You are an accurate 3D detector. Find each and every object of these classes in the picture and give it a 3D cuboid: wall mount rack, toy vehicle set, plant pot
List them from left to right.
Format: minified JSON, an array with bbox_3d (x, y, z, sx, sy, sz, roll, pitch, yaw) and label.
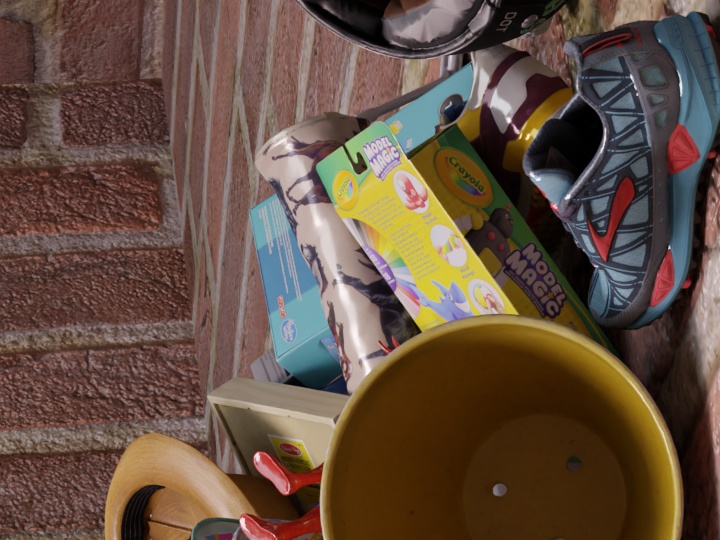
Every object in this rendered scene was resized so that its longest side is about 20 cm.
[{"bbox_3d":[-0.027,0.137,1.549,0.200,0.026,0.125,4,121,63],"label":"toy vehicle set"},{"bbox_3d":[0.034,-0.102,1.748,0.174,0.074,0.201,-80,-6,-55],"label":"wall mount rack"},{"bbox_3d":[0.091,0.129,1.315,0.142,0.198,0.202,17,-112,-75],"label":"plant pot"}]

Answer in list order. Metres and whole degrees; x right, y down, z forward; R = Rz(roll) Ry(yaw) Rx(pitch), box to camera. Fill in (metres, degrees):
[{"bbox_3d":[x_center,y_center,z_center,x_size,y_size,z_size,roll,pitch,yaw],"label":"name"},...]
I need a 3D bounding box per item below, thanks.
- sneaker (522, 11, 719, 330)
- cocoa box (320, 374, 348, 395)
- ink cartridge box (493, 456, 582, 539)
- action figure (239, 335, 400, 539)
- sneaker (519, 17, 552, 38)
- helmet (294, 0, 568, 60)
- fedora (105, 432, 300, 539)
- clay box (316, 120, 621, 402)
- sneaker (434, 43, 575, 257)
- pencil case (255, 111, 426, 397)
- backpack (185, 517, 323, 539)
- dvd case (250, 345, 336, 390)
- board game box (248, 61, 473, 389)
[{"bbox_3d":[0.128,-0.052,1.226,0.080,0.095,0.201,-104,14,-49],"label":"sneaker"},{"bbox_3d":[0.023,0.138,1.677,0.132,0.133,0.200,55,164,8],"label":"cocoa box"},{"bbox_3d":[0.115,0.206,1.465,0.118,0.067,0.201,99,165,-49],"label":"ink cartridge box"},{"bbox_3d":[-0.001,0.101,1.396,0.099,0.199,0.066,37,123,37],"label":"action figure"},{"bbox_3d":[0.086,-0.245,1.469,0.115,0.075,0.201,94,172,-49],"label":"sneaker"},{"bbox_3d":[0.050,-0.227,1.342,0.191,0.199,0.201,-48,-30,-48],"label":"helmet"},{"bbox_3d":[-0.093,0.194,1.583,0.200,0.081,0.202,20,117,45],"label":"fedora"},{"bbox_3d":[0.062,-0.005,1.417,0.201,0.048,0.115,56,153,-3],"label":"clay box"},{"bbox_3d":[0.085,-0.060,1.456,0.090,0.075,0.201,44,143,20],"label":"sneaker"},{"bbox_3d":[0.000,0.000,1.503,0.201,0.077,0.089,69,162,5],"label":"pencil case"},{"bbox_3d":[-0.027,0.249,1.375,0.153,0.175,0.201,135,139,-59],"label":"backpack"},{"bbox_3d":[0.008,0.028,1.689,0.025,0.200,0.150,52,180,-9],"label":"dvd case"},{"bbox_3d":[0.023,-0.030,1.602,0.047,0.199,0.152,42,-155,-40],"label":"board game box"}]
